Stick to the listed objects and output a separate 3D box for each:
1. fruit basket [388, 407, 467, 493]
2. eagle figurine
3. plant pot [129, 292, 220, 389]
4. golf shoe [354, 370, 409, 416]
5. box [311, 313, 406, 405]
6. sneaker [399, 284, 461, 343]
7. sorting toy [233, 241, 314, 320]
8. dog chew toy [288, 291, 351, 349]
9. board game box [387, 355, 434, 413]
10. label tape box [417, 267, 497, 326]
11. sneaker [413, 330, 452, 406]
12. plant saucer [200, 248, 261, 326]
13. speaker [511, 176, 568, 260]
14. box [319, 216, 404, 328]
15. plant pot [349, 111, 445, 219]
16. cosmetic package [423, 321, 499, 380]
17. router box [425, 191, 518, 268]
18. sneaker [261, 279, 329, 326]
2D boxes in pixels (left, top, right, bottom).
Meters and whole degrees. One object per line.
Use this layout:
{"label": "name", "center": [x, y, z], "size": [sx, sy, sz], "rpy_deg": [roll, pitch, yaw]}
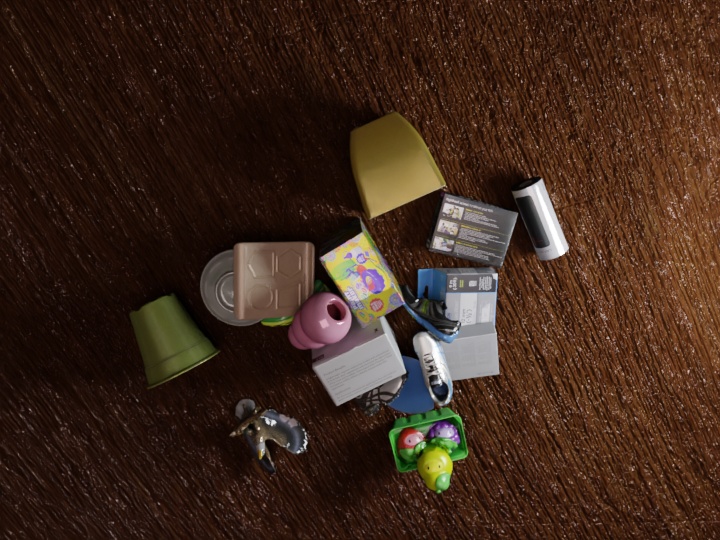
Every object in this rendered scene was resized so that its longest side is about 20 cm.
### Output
{"label": "fruit basket", "center": [0.186, 0.480, 1.609], "size": [0.213, 0.216, 0.157], "rpy_deg": [-13, 106, 2]}
{"label": "eagle figurine", "center": [-0.263, 0.454, 1.639], "size": [0.151, 0.152, 0.200], "rpy_deg": [-1, 148, 38]}
{"label": "plant pot", "center": [-0.487, 0.166, 1.516], "size": [0.199, 0.200, 0.191], "rpy_deg": [-26, 94, 5]}
{"label": "golf shoe", "center": [0.046, 0.310, 1.593], "size": [0.094, 0.078, 0.200], "rpy_deg": [42, 124, -4]}
{"label": "box", "center": [-0.011, 0.201, 1.519], "size": [0.197, 0.200, 0.131], "rpy_deg": [-26, 113, 5]}
{"label": "sneaker", "center": [0.176, 0.102, 1.539], "size": [0.199, 0.071, 0.083], "rpy_deg": [40, 88, 27]}
{"label": "sorting toy", "center": [-0.212, 0.022, 1.472], "size": [0.198, 0.036, 0.187], "rpy_deg": [-2, 99, -22]}
{"label": "dog chew toy", "center": [-0.108, 0.132, 1.446], "size": [0.124, 0.125, 0.200], "rpy_deg": [40, 138, -12]}
{"label": "board game box", "center": [0.129, 0.299, 1.626], "size": [0.156, 0.039, 0.202], "rpy_deg": [10, 125, 16]}
{"label": "label tape box", "center": [0.251, 0.070, 1.566], "size": [0.198, 0.066, 0.145], "rpy_deg": [-1, 106, -4]}
{"label": "sneaker", "center": [0.185, 0.247, 1.513], "size": [0.071, 0.073, 0.202], "rpy_deg": [-19, 103, 9]}
{"label": "plant saucer", "center": [-0.304, 0.048, 1.495], "size": [0.198, 0.050, 0.202], "rpy_deg": [0, 104, -1]}
{"label": "speaker", "center": [0.452, -0.129, 1.511], "size": [0.081, 0.081, 0.201], "rpy_deg": [-25, 106, 5]}
{"label": "box", "center": [0.000, 0.000, 1.471], "size": [0.121, 0.193, 0.201], "rpy_deg": [-30, 105, 6]}
{"label": "plant pot", "center": [0.065, -0.255, 1.409], "size": [0.193, 0.196, 0.202], "rpy_deg": [-23, 99, 4]}
{"label": "cosmetic package", "center": [0.260, 0.219, 1.584], "size": [0.198, 0.052, 0.152], "rpy_deg": [-9, 124, 6]}
{"label": "router box", "center": [0.282, -0.102, 1.526], "size": [0.198, 0.051, 0.151], "rpy_deg": [14, 103, -6]}
{"label": "sneaker", "center": [-0.170, 0.087, 1.562], "size": [0.199, 0.074, 0.084], "rpy_deg": [-26, 81, 8]}
